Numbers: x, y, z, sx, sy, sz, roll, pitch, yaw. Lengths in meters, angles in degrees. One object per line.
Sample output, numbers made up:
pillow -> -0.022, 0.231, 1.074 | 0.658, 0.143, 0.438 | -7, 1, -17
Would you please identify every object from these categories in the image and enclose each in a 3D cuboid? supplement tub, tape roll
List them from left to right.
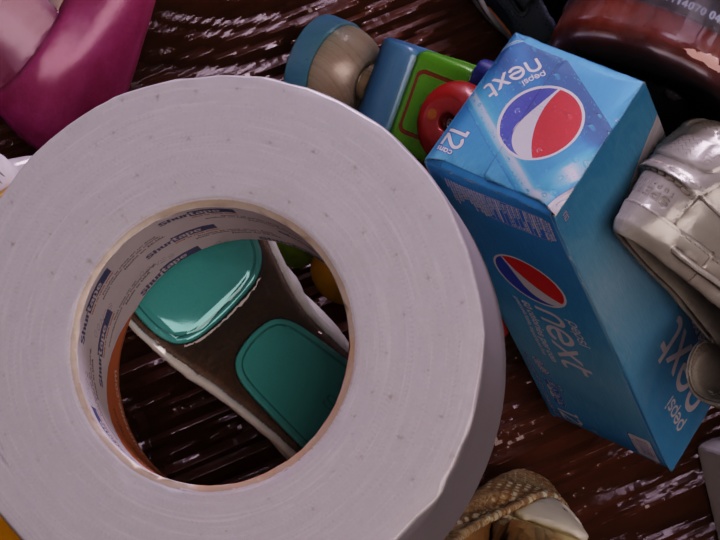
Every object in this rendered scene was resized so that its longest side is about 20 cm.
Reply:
tape roll -> -0.048, 0.032, 1.095 | 0.199, 0.066, 0.202 | -2, 79, 10
supplement tub -> 0.161, -0.146, 1.171 | 0.107, 0.107, 0.201 | 32, 74, -14

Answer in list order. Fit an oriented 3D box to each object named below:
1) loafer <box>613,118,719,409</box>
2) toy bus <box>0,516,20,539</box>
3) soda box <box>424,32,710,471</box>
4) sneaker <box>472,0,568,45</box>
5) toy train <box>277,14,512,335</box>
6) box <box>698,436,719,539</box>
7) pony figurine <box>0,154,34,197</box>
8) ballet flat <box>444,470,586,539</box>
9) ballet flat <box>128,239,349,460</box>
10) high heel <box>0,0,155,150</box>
loafer -> 0.157, 0.031, 1.153 | 0.070, 0.070, 0.200 | -43, 119, -15
toy bus -> -0.109, 0.123, 1.182 | 0.199, 0.078, 0.066 | -1, 95, 20
soda box -> 0.094, -0.004, 1.188 | 0.068, 0.064, 0.200 | -55, 148, -18
sneaker -> 0.103, -0.101, 1.243 | 0.078, 0.079, 0.201 | -31, 92, -9
toy train -> 0.000, 0.000, 1.220 | 0.084, 0.115, 0.201 | 8, 103, -57
box -> 0.270, 0.125, 1.293 | 0.199, 0.106, 0.153 | -16, 97, -13
pony figurine -> -0.224, -0.032, 1.142 | 0.200, 0.166, 0.193 | 42, 68, -7
ballet flat -> 0.056, 0.126, 1.193 | 0.065, 0.200, 0.071 | 0, 101, 28
ballet flat -> -0.046, 0.022, 1.169 | 0.069, 0.069, 0.200 | -42, 80, -9
high heel -> -0.078, -0.136, 1.215 | 0.200, 0.067, 0.096 | -42, 112, -3
